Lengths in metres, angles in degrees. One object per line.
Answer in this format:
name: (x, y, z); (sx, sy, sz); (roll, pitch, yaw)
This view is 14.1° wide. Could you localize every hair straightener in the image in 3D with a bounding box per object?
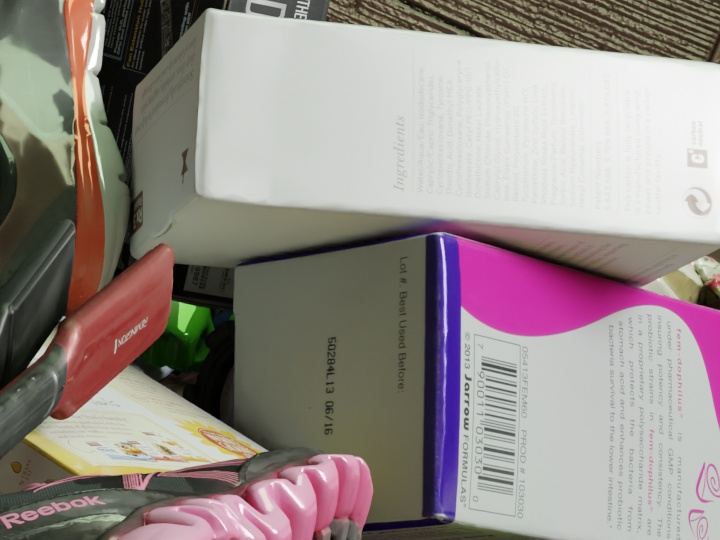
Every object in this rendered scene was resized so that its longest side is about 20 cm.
hair straightener: (-0.126, 0.035, 0.884); (0.077, 0.041, 0.200); (15, 30, 14)

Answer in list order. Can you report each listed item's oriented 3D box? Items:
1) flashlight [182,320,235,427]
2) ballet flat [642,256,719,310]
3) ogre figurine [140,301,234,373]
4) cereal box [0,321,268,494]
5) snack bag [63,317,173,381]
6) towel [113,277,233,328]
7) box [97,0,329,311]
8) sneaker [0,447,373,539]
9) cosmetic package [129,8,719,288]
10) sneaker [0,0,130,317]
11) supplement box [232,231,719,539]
flashlight: (0.020, 0.066, 1.169); (0.200, 0.068, 0.068); (14, 10, -44)
ballet flat: (0.141, 0.029, 1.226); (0.064, 0.076, 0.200); (45, 0, -30)
ogre figurine: (0.000, 0.000, 1.240); (0.199, 0.098, 0.120); (-15, 38, 2)
cereal box: (-0.116, 0.048, 0.990); (0.200, 0.040, 0.144); (28, 10, 37)
snack bag: (-0.165, 0.004, 1.224); (0.199, 0.021, 0.189); (24, 7, 4)
towel: (-0.101, -0.012, 1.317); (0.200, 0.049, 0.112); (30, -6, -24)
box: (-0.075, -0.096, 1.158); (0.050, 0.201, 0.158); (9, 6, -33)
sneaker: (-0.062, 0.083, 0.836); (0.095, 0.079, 0.200); (13, 3, 20)
cosmetic package: (0.024, -0.039, 1.051); (0.199, 0.074, 0.102); (6, -14, -18)
sneaker: (-0.142, -0.075, 1.091); (0.082, 0.077, 0.201); (5, 48, -28)
supplement box: (0.052, 0.056, 1.083); (0.103, 0.102, 0.200); (-9, -16, 40)
